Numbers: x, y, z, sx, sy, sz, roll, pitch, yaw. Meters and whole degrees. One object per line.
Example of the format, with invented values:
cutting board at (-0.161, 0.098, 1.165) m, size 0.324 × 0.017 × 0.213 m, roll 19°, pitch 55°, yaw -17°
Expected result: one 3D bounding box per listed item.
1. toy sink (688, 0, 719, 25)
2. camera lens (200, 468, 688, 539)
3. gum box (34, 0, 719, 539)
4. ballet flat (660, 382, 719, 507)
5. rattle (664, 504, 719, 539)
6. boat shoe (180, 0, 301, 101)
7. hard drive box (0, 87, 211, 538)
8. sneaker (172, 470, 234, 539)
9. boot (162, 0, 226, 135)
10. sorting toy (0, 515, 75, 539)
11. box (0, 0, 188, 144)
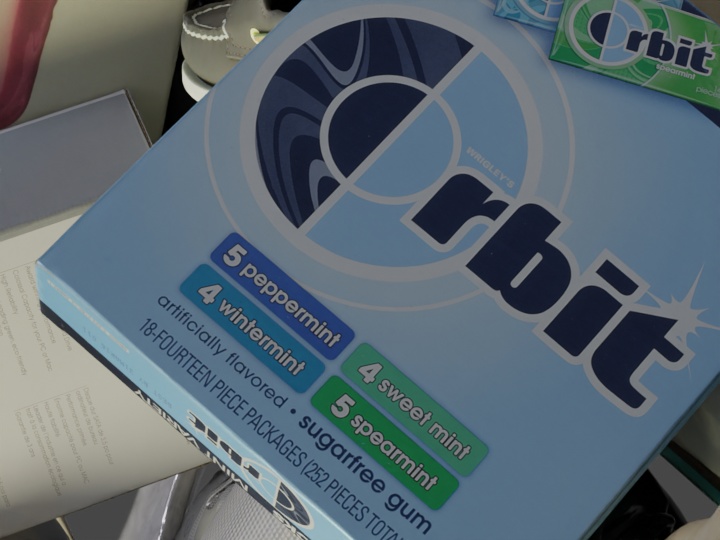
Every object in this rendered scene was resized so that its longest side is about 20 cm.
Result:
toy sink at (0.107, -0.141, 0.773) m, size 0.200 × 0.112 × 0.131 m, roll 19°, pitch 88°, yaw 62°
camera lens at (0.011, 0.136, 0.716) m, size 0.200 × 0.160 × 0.160 m, roll -58°, pitch 30°, yaw 22°
gum box at (0.033, -0.010, 0.630) m, size 0.200 × 0.170 × 0.045 m, roll -46°, pitch -11°, yaw -20°
ballet flat at (0.089, 0.020, 0.695) m, size 0.200 × 0.069 × 0.070 m, roll 36°, pitch 107°, yaw 26°
rattle at (0.065, 0.085, 0.555) m, size 0.130 × 0.142 × 0.201 m, roll -65°, pitch -9°, yaw -75°
boat shoe at (-0.008, -0.093, 0.778) m, size 0.201 × 0.072 × 0.060 m, roll 12°, pitch 124°, yaw 54°
hard drive box at (-0.166, 0.034, 0.896) m, size 0.077 × 0.199 × 0.156 m, roll -118°, pitch 13°, yaw -51°
sneaker at (-0.040, 0.102, 0.917) m, size 0.200 × 0.075 × 0.082 m, roll -43°, pitch 40°, yaw 41°
boot at (-0.037, -0.079, 0.912) m, size 0.204 × 0.073 × 0.154 m, roll -61°, pitch 40°, yaw 44°
sorting toy at (-0.142, 0.185, 0.977) m, size 0.106 × 0.200 × 0.180 m, roll -18°, pitch 33°, yaw 1°
box at (-0.140, -0.137, 0.917) m, size 0.128 × 0.109 × 0.201 m, roll -116°, pitch 35°, yaw -52°
